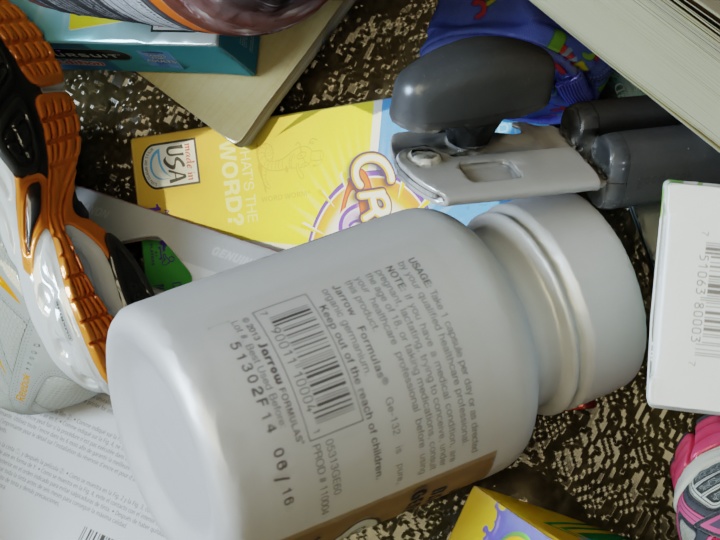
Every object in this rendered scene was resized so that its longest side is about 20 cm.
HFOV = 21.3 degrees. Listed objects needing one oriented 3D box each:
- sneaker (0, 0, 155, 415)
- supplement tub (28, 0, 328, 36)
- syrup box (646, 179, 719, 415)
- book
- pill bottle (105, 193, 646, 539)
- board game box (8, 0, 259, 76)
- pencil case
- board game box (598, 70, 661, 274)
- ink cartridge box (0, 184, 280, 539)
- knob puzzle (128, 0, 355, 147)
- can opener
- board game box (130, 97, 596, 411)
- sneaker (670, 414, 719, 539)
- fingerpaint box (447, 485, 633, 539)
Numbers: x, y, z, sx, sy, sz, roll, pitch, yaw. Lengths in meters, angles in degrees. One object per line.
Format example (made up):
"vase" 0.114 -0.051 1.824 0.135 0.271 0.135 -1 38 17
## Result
"sneaker" -0.166 -0.028 0.839 0.092 0.076 0.201 -24 86 28
"supplement tub" -0.068 -0.146 0.739 0.200 0.107 0.108 15 92 52
"syrup box" 0.155 0.014 0.739 0.081 0.200 0.079 6 90 10
"book" 0.103 -0.132 0.738 0.199 0.134 0.048 32 126 -23
"pill bottle" 0.009 0.038 0.768 0.199 0.114 0.115 -20 82 -23
"board game box" -0.137 -0.172 0.894 0.199 0.047 0.152 3 79 21
"pencil case" 0.091 -0.164 0.831 0.086 0.078 0.201 11 75 28
"board game box" 0.192 -0.023 0.849 0.135 0.028 0.201 -21 84 12
"ink cartridge box" -0.116 0.060 0.876 0.199 0.045 0.177 18 76 34
"knob puzzle" -0.059 -0.184 0.909 0.218 0.030 0.221 -5 77 20
"can opener" 0.106 -0.062 0.773 0.199 0.053 0.067 -8 125 -21
"board game box" 0.000 0.000 0.887 0.199 0.040 0.154 -8 86 13
"sneaker" 0.225 0.118 0.789 0.199 0.075 0.081 8 127 -1
"fingerpaint box" 0.080 0.210 0.796 0.073 0.166 0.201 30 96 53
